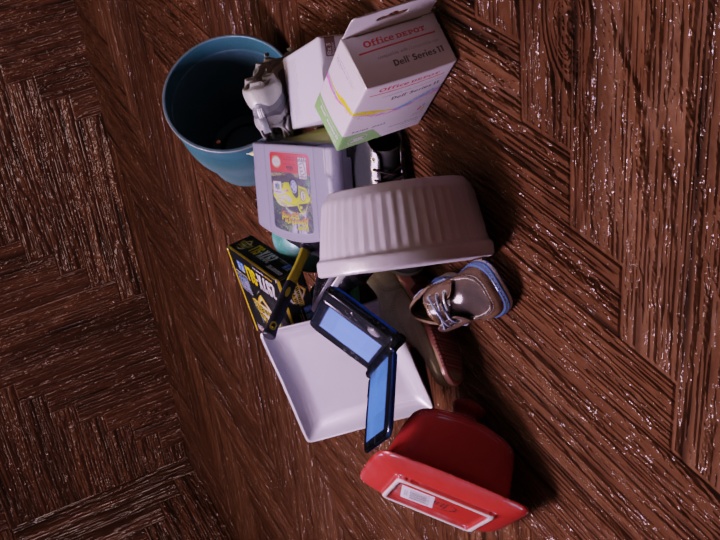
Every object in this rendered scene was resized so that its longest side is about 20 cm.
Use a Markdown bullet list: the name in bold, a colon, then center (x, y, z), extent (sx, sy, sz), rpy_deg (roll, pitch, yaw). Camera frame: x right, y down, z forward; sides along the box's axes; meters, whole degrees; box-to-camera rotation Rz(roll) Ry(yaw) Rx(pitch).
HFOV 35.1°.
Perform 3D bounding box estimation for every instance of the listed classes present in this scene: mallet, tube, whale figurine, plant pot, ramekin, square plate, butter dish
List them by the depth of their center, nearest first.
- **ramekin**: center (0.046, -0.049, 1.284), extent (0.202, 0.202, 0.095), rpy_deg (172, 91, -71)
- **butter dish**: center (0.118, 0.234, 1.451), extent (0.200, 0.199, 0.148), rpy_deg (112, 180, -69)
- **mallet**: center (-0.102, 0.007, 1.573), extent (0.066, 0.200, 0.041), rpy_deg (33, 143, -4)
- **tube**: center (-0.074, -0.173, 1.595), extent (0.200, 0.052, 0.058), rpy_deg (-4, 136, 50)
- **square plate**: center (-0.018, 0.142, 1.641), extent (0.028, 0.199, 0.199), rpy_deg (-82, -27, -64)
- **whale figurine**: center (-0.091, -0.083, 1.731), extent (0.159, 0.104, 0.200), rpy_deg (49, -165, -50)
- **plant pot**: center (-0.188, -0.228, 1.764), extent (0.200, 0.200, 0.188), rpy_deg (62, 174, 22)

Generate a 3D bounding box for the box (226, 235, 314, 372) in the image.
- **box**: center (-0.125, 0.047, 1.723), extent (0.200, 0.049, 0.160), rpy_deg (31, 142, 58)

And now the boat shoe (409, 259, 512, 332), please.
- **boat shoe**: center (0.114, 0.040, 1.345), extent (0.072, 0.072, 0.200), rpy_deg (60, 163, -1)

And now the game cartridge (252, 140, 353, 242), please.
- **game cartridge**: center (-0.080, -0.106, 1.532), extent (0.200, 0.041, 0.134), rpy_deg (10, 112, 52)

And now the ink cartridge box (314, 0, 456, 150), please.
- **ink cartridge box**: center (0.029, -0.217, 1.262), extent (0.067, 0.117, 0.200), rpy_deg (65, 161, 12)

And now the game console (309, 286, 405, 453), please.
- **game console**: center (-0.014, 0.132, 1.483), extent (0.170, 0.118, 0.200), rpy_deg (36, 162, 2)

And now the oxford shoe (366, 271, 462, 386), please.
- **oxford shoe**: center (0.071, 0.074, 1.477), extent (0.071, 0.074, 0.200), rpy_deg (28, -148, -52)

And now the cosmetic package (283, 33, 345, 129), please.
- **cosmetic package**: center (-0.041, -0.241, 1.466), extent (0.200, 0.074, 0.102), rpy_deg (-169, 70, -72)

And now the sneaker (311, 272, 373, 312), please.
- **sneaker**: center (0.000, 0.000, 1.549), extent (0.200, 0.083, 0.072), rpy_deg (-54, 20, 39)

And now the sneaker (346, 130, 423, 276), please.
- **sneaker**: center (0.034, -0.095, 1.439), extent (0.201, 0.075, 0.106), rpy_deg (66, 160, 14)

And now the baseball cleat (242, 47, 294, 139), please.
- **baseball cleat**: center (-0.119, -0.244, 1.604), extent (0.200, 0.069, 0.107), rpy_deg (-59, -40, -61)

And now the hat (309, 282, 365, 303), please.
- **hat**: center (0.014, 0.097, 1.777), extent (0.200, 0.176, 0.166), rpy_deg (-39, 46, 46)
